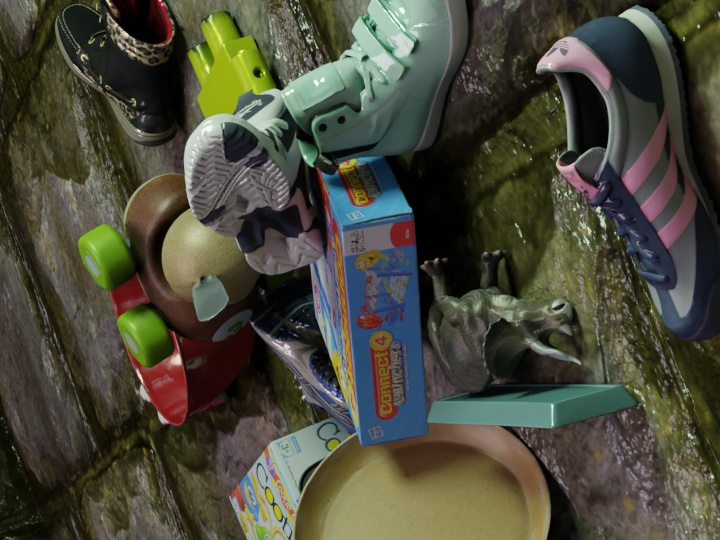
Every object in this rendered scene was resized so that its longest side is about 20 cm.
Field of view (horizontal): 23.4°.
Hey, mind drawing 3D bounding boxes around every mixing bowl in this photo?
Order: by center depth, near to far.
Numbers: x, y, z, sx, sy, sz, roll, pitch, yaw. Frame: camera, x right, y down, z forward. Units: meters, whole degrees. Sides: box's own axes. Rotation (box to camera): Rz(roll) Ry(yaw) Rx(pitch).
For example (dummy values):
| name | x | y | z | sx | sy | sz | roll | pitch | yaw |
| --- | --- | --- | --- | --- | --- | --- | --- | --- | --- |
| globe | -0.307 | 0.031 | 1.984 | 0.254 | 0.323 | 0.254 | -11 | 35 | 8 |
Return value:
| name | x | y | z | sx | sy | sz | roll | pitch | yaw |
| --- | --- | --- | --- | --- | --- | --- | --- | --- | --- |
| mixing bowl | -0.176 | 0.051 | 1.815 | 0.200 | 0.108 | 0.201 | 49 | 149 | 43 |

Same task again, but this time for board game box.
| name | x | y | z | sx | sy | sz | roll | pitch | yaw |
| --- | --- | --- | --- | --- | --- | --- | --- | --- | --- |
| board game box | 0.000 | 0.000 | 1.369 | 0.196 | 0.055 | 0.201 | -112 | 15 | -58 |
| board game box | -0.043 | 0.218 | 1.650 | 0.105 | 0.102 | 0.200 | 64 | 157 | 14 |

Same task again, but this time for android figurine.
| name | x | y | z | sx | sy | sz | roll | pitch | yaw |
| --- | --- | --- | --- | --- | --- | --- | --- | --- | --- |
| android figurine | -0.105 | -0.131 | 1.597 | 0.201 | 0.041 | 0.182 | 68 | 157 | 10 |

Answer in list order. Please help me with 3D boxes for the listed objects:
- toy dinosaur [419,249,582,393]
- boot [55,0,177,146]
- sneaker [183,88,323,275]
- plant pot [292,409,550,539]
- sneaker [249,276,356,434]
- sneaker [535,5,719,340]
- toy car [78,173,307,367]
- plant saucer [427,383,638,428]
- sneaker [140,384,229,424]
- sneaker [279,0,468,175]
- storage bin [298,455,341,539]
| name | x | y | z | sx | sy | sz | roll | pitch | yaw |
| --- | --- | --- | --- | --- | --- | --- | --- | --- | --- |
| toy dinosaur | 0.079 | 0.048 | 1.273 | 0.200 | 0.076 | 0.103 | 136 | 125 | -61 |
| boot | -0.251 | -0.242 | 1.795 | 0.201 | 0.073 | 0.151 | 55 | 154 | 25 |
| sneaker | -0.086 | -0.094 | 1.297 | 0.199 | 0.079 | 0.130 | 46 | -153 | -59 |
| plant pot | 0.047 | 0.194 | 1.316 | 0.200 | 0.199 | 0.028 | 49 | 164 | 41 |
| sneaker | -0.043 | 0.083 | 1.584 | 0.200 | 0.077 | 0.086 | 47 | 154 | 46 |
| sneaker | 0.154 | -0.047 | 1.014 | 0.070 | 0.082 | 0.202 | -2 | 106 | 66 |
| toy car | -0.120 | 0.001 | 1.487 | 0.200 | 0.164 | 0.159 | 20 | 138 | 60 |
| plant saucer | 0.116 | 0.095 | 1.233 | 0.200 | 0.069 | 0.019 | 169 | 89 | -67 |
| sneaker | -0.216 | 0.114 | 1.991 | 0.200 | 0.081 | 0.089 | 20 | 128 | 61 |
| sneaker | 0.005 | -0.149 | 1.227 | 0.074 | 0.117 | 0.201 | 55 | 152 | 35 |
| storage bin | 0.053 | 0.225 | 1.376 | 0.200 | 0.135 | 0.094 | 49 | 159 | 42 |
